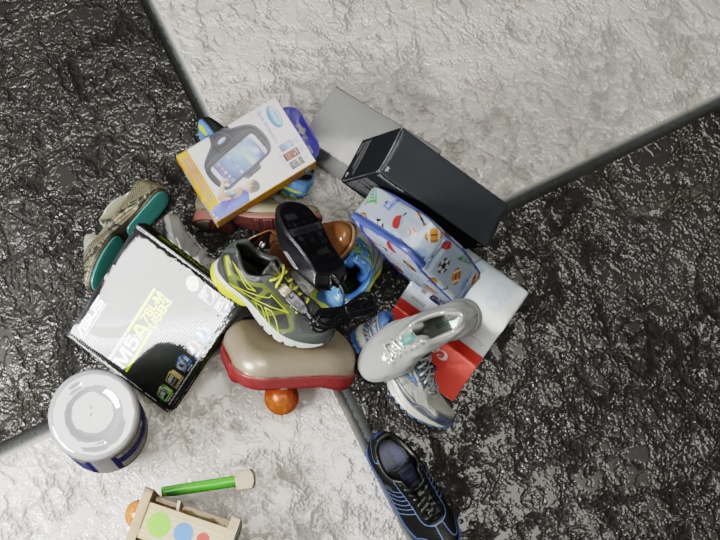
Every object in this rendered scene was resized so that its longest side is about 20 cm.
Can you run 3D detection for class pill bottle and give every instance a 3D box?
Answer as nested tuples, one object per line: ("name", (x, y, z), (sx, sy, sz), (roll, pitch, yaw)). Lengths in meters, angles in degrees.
("pill bottle", (-0.352, 0.213, 1.603), (0.118, 0.200, 0.121), (2, 73, -5))

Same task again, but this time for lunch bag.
("lunch bag", (0.077, -0.030, 1.676), (0.160, 0.200, 0.076), (32, 80, 37))

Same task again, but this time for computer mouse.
("computer mouse", (-0.078, 0.002, 1.609), (0.140, 0.046, 0.201), (-26, 75, -48))

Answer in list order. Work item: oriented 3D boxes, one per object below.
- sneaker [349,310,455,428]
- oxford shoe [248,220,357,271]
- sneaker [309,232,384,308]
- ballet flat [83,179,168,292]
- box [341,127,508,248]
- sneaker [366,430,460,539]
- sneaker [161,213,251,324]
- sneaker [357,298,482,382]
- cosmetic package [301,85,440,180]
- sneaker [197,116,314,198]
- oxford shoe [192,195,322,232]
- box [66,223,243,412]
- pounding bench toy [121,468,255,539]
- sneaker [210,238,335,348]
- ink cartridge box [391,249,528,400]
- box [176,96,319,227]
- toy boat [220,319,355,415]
("sneaker", (0.074, 0.142, 1.712), (0.200, 0.077, 0.085), (47, 109, 7))
("oxford shoe", (-0.091, -0.036, 1.709), (0.198, 0.071, 0.072), (-13, 65, 37))
("sneaker", (0.000, 0.000, 1.725), (0.076, 0.105, 0.201), (41, 50, -10))
("ballet flat", (-0.369, -0.056, 1.762), (0.075, 0.068, 0.201), (22, 66, 25))
("box", (0.091, -0.112, 1.691), (0.199, 0.141, 0.079), (33, 78, -20))
("sneaker", (0.076, 0.317, 1.676), (0.070, 0.078, 0.201), (-36, 79, -14))
("sneaker", (-0.234, 0.002, 1.753), (0.081, 0.075, 0.202), (-28, 89, -19))
("sneaker", (0.071, 0.095, 1.639), (0.199, 0.088, 0.076), (-31, 81, 19))
("cosmetic package", (0.014, -0.183, 1.818), (0.199, 0.090, 0.107), (32, 75, 8))
("sneaker", (-0.161, -0.183, 1.814), (0.198, 0.071, 0.083), (25, 66, -2))
("oxford shoe", (-0.155, -0.101, 1.785), (0.197, 0.071, 0.076), (3, 70, -5))
("box", (-0.294, 0.068, 1.695), (0.192, 0.048, 0.201), (36, 99, 4))
("pounding bench toy", (-0.244, 0.347, 1.613), (0.154, 0.124, 0.202), (19, 72, 1))
("sneaker", (-0.118, 0.033, 1.627), (0.199, 0.085, 0.075), (32, 48, 0))
("ink cartridge box", (0.134, 0.068, 1.772), (0.159, 0.047, 0.201), (35, 72, 6))
("box", (-0.160, -0.168, 1.746), (0.199, 0.041, 0.120), (-33, 82, -6))
("toy boat", (-0.106, 0.149, 1.696), (0.197, 0.132, 0.131), (0, 29, -23))
